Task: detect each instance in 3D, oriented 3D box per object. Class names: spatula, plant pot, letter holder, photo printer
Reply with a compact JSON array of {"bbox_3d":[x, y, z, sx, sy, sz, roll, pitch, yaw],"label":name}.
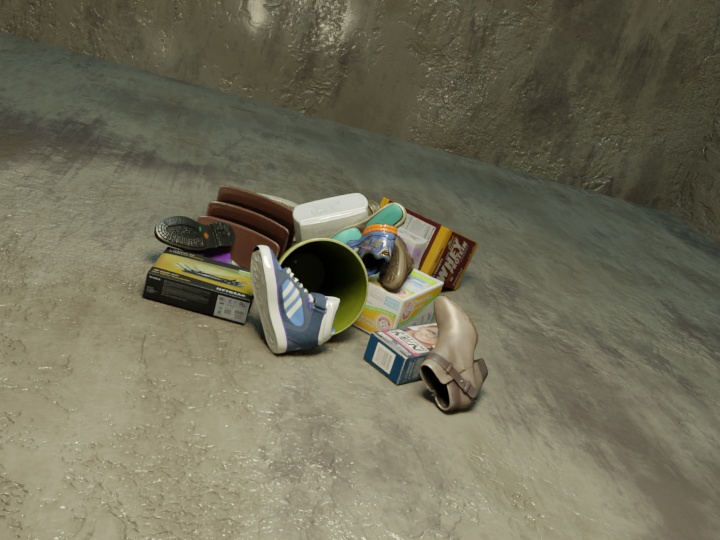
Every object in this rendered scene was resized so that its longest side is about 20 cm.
[{"bbox_3d":[-0.245,-0.002,1.704,0.198,0.021,0.057,18,37,-10],"label":"spatula"},{"bbox_3d":[-0.097,0.018,1.584,0.186,0.189,0.200,12,6,-15],"label":"plant pot"},{"bbox_3d":[-0.253,-0.093,1.764,0.199,0.143,0.101,21,20,8],"label":"letter holder"},{"bbox_3d":[-0.062,-0.071,1.765,0.165,0.201,0.070,-13,51,-8],"label":"photo printer"}]

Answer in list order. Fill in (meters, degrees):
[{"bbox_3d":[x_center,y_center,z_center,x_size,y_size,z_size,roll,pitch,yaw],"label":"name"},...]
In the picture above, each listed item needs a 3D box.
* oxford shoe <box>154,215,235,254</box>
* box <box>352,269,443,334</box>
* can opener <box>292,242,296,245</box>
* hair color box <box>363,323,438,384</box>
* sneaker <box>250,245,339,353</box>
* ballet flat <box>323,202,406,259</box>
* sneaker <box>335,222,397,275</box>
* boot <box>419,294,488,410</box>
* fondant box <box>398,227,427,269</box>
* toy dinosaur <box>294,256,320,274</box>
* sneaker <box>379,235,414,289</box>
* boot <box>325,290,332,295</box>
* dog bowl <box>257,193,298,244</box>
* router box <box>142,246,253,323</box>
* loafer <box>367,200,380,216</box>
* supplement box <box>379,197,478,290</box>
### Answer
[{"bbox_3d":[-0.355,-0.063,1.647,0.084,0.073,0.199,-22,-18,31],"label":"oxford shoe"},{"bbox_3d":[0.076,0.067,1.678,0.112,0.102,0.200,26,22,24],"label":"box"},{"bbox_3d":[-0.114,-0.063,1.931,0.078,0.064,0.200,22,10,5],"label":"can opener"},{"bbox_3d":[0.113,0.156,1.534,0.199,0.061,0.100,-3,29,-45],"label":"hair color box"},{"bbox_3d":[-0.112,0.044,1.450,0.145,0.202,0.080,-12,-1,-29],"label":"sneaker"},{"bbox_3d":[0.010,-0.076,1.688,0.199,0.070,0.070,-28,23,4],"label":"ballet flat"},{"bbox_3d":[0.004,-0.023,1.595,0.075,0.200,0.079,15,61,-21],"label":"sneaker"},{"bbox_3d":[0.156,0.152,1.447,0.146,0.070,0.201,-22,79,-47],"label":"boot"},{"bbox_3d":[0.044,-0.042,1.875,0.199,0.145,0.058,29,22,29],"label":"fondant box"},{"bbox_3d":[-0.070,-0.006,1.728,0.198,0.102,0.058,-16,53,-12],"label":"toy dinosaur"},{"bbox_3d":[0.085,-0.014,1.647,0.075,0.071,0.200,33,24,-19],"label":"sneaker"},{"bbox_3d":[0.000,0.000,1.730,0.072,0.145,0.200,28,24,23],"label":"boot"},{"bbox_3d":[-0.220,-0.121,1.969,0.198,0.074,0.200,15,19,-5],"label":"dog bowl"},{"bbox_3d":[-0.302,0.026,1.541,0.198,0.053,0.157,15,19,-5],"label":"router box"},{"bbox_3d":[-0.040,-0.113,1.841,0.199,0.077,0.067,-12,9,33],"label":"loafer"},{"bbox_3d":[0.149,-0.064,1.969,0.199,0.134,0.197,29,7,30],"label":"supplement box"}]
